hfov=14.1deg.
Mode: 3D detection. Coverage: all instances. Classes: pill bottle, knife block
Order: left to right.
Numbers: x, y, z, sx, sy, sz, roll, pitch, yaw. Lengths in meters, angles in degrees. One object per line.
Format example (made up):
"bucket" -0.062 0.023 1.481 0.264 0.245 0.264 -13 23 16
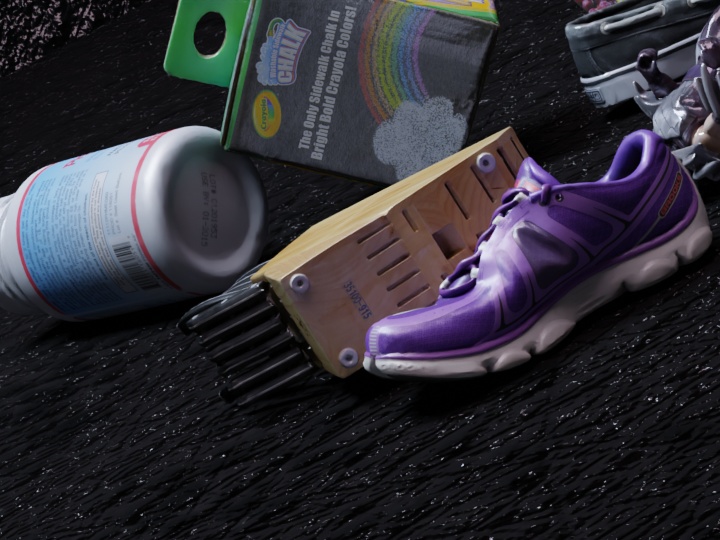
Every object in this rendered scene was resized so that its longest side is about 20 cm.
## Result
"pill bottle" -0.163 -0.025 1.923 0.200 0.109 0.109 -12 18 43
"knife block" 0.000 0.000 1.577 0.200 0.064 0.176 -33 9 -5

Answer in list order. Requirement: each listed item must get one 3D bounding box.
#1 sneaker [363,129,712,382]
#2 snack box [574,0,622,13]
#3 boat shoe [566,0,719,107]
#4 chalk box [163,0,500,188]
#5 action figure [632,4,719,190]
"sneaker" 0.080 -0.007 1.470 0.200 0.084 0.081 -30 14 -21
"snack box" 0.248 -0.272 2.074 0.200 0.068 0.169 -49 -1 30
"boat shoe" 0.223 -0.178 1.886 0.199 0.068 0.074 -26 13 -8
"chalk box" -0.022 -0.135 1.871 0.199 0.125 0.124 14 15 -2
"action figure" 0.198 -0.117 1.601 0.200 0.069 0.130 -60 21 -7
